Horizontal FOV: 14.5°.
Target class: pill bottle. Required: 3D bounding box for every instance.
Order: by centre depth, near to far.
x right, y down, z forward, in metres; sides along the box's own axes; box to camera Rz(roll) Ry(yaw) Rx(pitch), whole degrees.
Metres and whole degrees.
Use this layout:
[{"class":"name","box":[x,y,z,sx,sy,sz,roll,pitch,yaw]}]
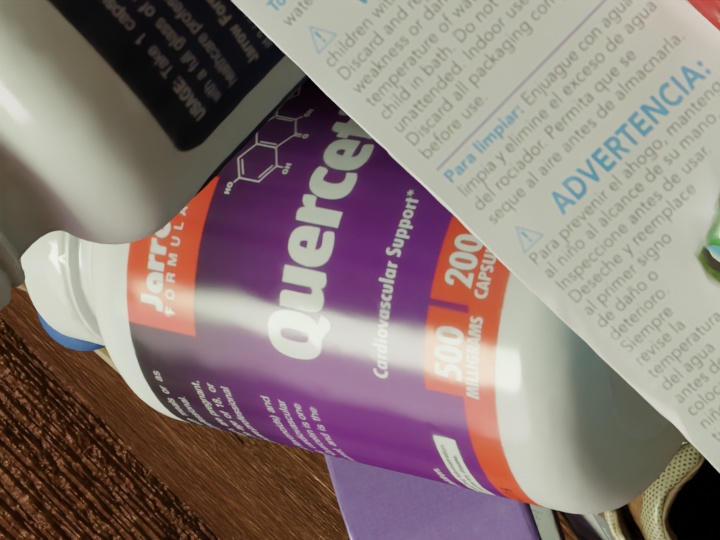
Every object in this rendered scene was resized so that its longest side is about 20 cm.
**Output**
[{"class":"pill bottle","box":[-0.056,-0.078,0.646,0.111,0.200,0.111,41,169,10]},{"class":"pill bottle","box":[0.000,0.000,0.841,0.200,0.113,0.112,11,153,30]}]

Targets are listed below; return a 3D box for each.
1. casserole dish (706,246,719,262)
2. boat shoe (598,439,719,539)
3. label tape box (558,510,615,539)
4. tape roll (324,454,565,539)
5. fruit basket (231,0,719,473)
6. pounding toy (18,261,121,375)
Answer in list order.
[{"class":"casserole dish","box":[0.094,-0.036,0.704,0.200,0.039,0.121,38,169,24]},{"class":"boat shoe","box":[0.110,0.062,0.877,0.072,0.076,0.200,-3,-166,-38]},{"class":"label tape box","box":[0.154,0.110,0.990,0.200,0.063,0.144,35,167,41]},{"class":"tape roll","box":[0.038,0.094,1.098,0.200,0.066,0.200,-19,-90,-84]},{"class":"fruit basket","box":[0.098,-0.042,0.378,0.200,0.185,0.094,46,-152,3]},{"class":"pounding toy","box":[-0.157,-0.042,1.331,0.184,0.142,0.200,41,170,9]}]
